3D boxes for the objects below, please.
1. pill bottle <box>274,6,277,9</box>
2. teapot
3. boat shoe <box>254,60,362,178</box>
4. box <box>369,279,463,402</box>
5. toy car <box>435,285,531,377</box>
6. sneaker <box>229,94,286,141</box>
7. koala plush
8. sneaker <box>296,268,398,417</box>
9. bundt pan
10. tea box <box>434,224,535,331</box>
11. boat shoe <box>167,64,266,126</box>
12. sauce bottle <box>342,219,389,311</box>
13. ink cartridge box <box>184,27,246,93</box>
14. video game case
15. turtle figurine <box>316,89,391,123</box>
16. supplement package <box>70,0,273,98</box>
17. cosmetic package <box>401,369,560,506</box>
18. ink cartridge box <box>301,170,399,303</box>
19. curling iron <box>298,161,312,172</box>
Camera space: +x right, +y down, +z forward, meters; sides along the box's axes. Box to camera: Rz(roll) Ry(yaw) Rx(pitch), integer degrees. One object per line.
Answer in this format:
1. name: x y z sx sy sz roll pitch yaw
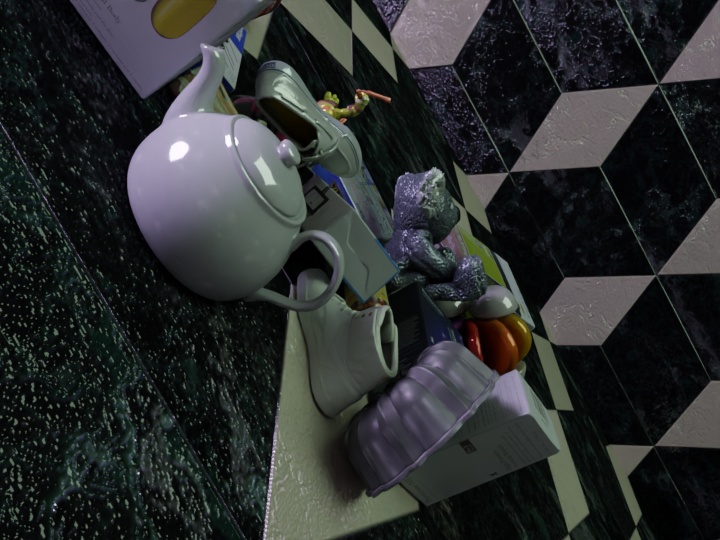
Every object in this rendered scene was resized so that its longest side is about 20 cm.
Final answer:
1. pill bottle: -0.182 -0.474 1.118 0.111 0.108 0.201 55 20 -17
2. teapot: -0.118 -0.075 0.672 0.200 0.144 0.201 41 28 -49
3. boat shoe: -0.066 -0.168 0.875 0.202 0.073 0.088 47 41 -44
4. box: 0.086 0.143 0.980 0.148 0.103 0.202 48 23 -34
5. toy car: 0.180 0.129 1.144 0.149 0.196 0.179 -32 114 -55
6. sneaker: -0.136 -0.201 0.947 0.095 0.080 0.199 40 12 25
7. koala plush: 0.098 -0.061 1.092 0.177 0.179 0.206 -148 -123 -76
8. sneaker: -0.010 0.062 0.819 0.073 0.114 0.203 37 29 -46
9. bundt pan: 0.058 0.154 0.762 0.076 0.202 0.202 47 18 5
10. tea box: 0.213 0.041 1.347 0.195 0.133 0.202 34 28 -30
11. boat shoe: -0.138 -0.149 0.798 0.202 0.076 0.071 57 -16 -17
12. sauce bottle: 0.000 0.000 1.017 0.066 0.065 0.203 45 23 -40
13. ink cartridge box: -0.206 -0.318 0.932 0.094 0.044 0.202 51 21 -35
14. video game case: -0.015 -0.136 1.193 0.203 0.045 0.181 63 20 3
15. turtle figurine: -0.054 -0.263 1.125 0.162 0.195 0.066 -118 -162 -68
16. supplement package: -0.178 -0.315 0.706 0.153 0.197 0.152 54 39 -19
17. cosmetic package: 0.139 0.216 0.865 0.102 0.197 0.075 47 22 -33
18. ink cartridge box: -0.036 -0.054 0.927 0.117 0.068 0.200 51 -1 -30
19. curling iron: -0.081 -0.144 0.950 0.049 0.026 0.199 26 32 19
